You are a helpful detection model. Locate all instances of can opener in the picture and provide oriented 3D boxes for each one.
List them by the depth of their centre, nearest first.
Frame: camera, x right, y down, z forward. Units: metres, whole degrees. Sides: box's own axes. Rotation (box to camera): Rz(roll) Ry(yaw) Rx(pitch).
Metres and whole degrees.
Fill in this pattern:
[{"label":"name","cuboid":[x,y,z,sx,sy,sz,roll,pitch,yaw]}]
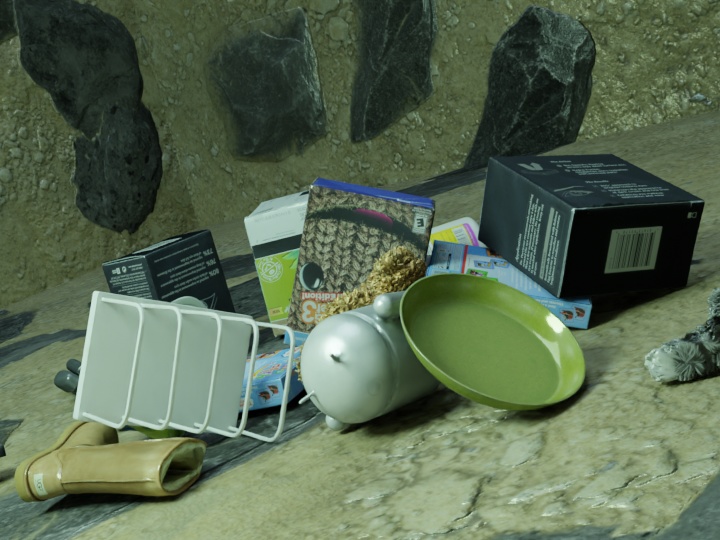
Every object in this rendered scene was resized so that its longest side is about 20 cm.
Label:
[{"label":"can opener","cuboid":[-0.453,0.164,1.871,0.054,0.066,0.200,-63,21,-10]}]

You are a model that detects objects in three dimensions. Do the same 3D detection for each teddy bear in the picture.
[{"label":"teddy bear","cuboid":[0.009,0.068,1.374,0.199,0.145,0.067,-38,40,1]}]

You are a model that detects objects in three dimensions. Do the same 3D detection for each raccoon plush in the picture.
[{"label":"raccoon plush","cuboid":[0.363,0.035,1.160,0.197,0.098,0.134,-15,1,9]}]

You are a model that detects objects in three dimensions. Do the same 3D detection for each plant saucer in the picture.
[{"label":"plant saucer","cuboid":[0.129,0.076,1.197,0.197,0.031,0.201,14,33,-9]}]

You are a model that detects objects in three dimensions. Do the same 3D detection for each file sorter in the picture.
[{"label":"file sorter","cuboid":[-0.188,0.109,1.300,0.198,0.141,0.124,11,-4,-35]}]

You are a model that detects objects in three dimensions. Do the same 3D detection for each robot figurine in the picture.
[{"label":"robot figurine","cuboid":[0.014,0.095,1.258,0.112,0.171,0.199,34,27,29]}]

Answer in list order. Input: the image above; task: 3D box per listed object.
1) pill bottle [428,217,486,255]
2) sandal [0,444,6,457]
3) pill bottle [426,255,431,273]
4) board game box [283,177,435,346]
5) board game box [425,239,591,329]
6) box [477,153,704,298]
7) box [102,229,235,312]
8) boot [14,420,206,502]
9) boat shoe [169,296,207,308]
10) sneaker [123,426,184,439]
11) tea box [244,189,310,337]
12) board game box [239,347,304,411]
[{"label":"pill bottle","cuboid":[0.093,-0.005,1.816,0.198,0.106,0.104,-18,9,-10]},{"label":"sandal","cuboid":[-0.528,0.275,1.472,0.199,0.043,0.076,-30,6,-18]},{"label":"pill bottle","cuboid":[0.066,0.035,1.625,0.106,0.108,0.199,-23,12,-37]},{"label":"board game box","cuboid":[0.000,0.000,1.493,0.157,0.203,0.097,10,11,2]},{"label":"board game box","cuboid":[0.181,0.014,1.469,0.197,0.037,0.151,8,20,5]},{"label":"box","cuboid":[0.281,-0.061,1.478,0.194,0.119,0.200,-4,24,-24]},{"label":"box","cuboid":[-0.278,0.058,1.796,0.103,0.203,0.147,-9,10,39]},{"label":"boot","cuboid":[-0.254,0.208,1.314,0.198,0.067,0.175,-9,15,25]},{"label":"boat shoe","cuboid":[-0.270,0.120,1.586,0.203,0.074,0.065,-57,-3,5]},{"label":"sneaker","cuboid":[-0.288,0.141,1.397,0.104,0.201,0.076,-1,50,27]},{"label":"tea box","cuboid":[-0.091,-0.020,1.935,0.132,0.199,0.200,-14,8,6]},{"label":"board game box","cuboid":[-0.153,0.145,1.520,0.198,0.037,0.151,-14,9,24]}]
